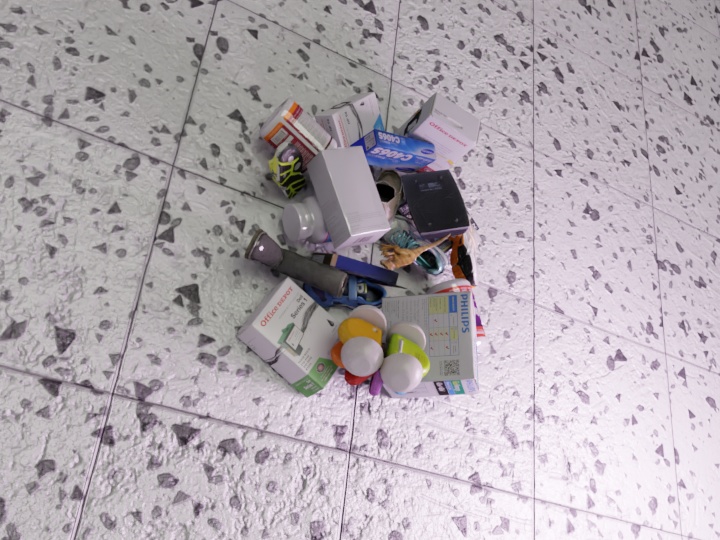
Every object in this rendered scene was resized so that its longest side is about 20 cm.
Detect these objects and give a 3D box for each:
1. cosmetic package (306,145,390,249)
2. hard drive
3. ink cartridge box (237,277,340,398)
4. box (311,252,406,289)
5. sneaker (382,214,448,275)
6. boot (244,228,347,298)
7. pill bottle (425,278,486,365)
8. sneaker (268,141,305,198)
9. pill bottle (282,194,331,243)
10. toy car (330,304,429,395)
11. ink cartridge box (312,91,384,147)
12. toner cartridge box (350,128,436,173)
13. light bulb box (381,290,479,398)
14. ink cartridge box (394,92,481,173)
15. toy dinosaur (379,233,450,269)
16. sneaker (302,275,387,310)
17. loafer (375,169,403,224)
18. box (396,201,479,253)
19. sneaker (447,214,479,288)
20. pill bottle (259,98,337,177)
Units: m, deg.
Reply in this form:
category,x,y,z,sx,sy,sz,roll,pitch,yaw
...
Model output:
category,x,y,z,sx,sy,sz,roll,pitch,yaw
cosmetic package,-0.027,-0.159,1.588,0.112,0.081,0.202,-10,75,-34
hard drive,0.177,-0.157,1.770,0.133,0.043,0.202,-8,50,-6
ink cartridge box,-0.131,0.137,1.526,0.200,0.084,0.147,42,54,-10
box,0.000,0.000,1.645,0.198,0.121,0.033,18,85,-25
sneaker,0.122,-0.062,1.739,0.199,0.078,0.086,35,14,3
boot,-0.127,-0.007,1.517,0.199,0.182,0.073,30,92,9
pill bottle,0.228,0.128,1.731,0.111,0.112,0.202,-5,72,-32
sneaker,-0.171,-0.224,1.606,0.076,0.200,0.075,42,74,11
pill bottle,-0.070,-0.119,1.661,0.198,0.109,0.110,-11,75,-34
toy car,0.035,0.179,1.478,0.198,0.151,0.176,22,28,-5
ink cartridge box,-0.035,-0.338,1.777,0.199,0.066,0.117,-37,121,-37
toner cartridge box,0.080,-0.282,1.770,0.198,0.095,0.044,5,71,-40
light bulb box,0.152,0.163,1.602,0.197,0.125,0.201,-5,66,12
ink cartridge box,0.185,-0.331,1.852,0.145,0.200,0.084,28,57,-18
toy dinosaur,0.104,-0.032,1.660,0.199,0.105,0.061,-29,121,-41
sneaker,-0.031,0.045,1.630,0.198,0.082,0.075,11,66,-26
loafer,0.067,-0.186,1.766,0.074,0.070,0.201,8,41,2
box,0.188,-0.123,1.857,0.199,0.049,0.162,-33,87,-36
sneaker,0.264,-0.057,1.809,0.091,0.075,0.203,-5,77,-38
pill bottle,-0.123,-0.283,1.677,0.200,0.109,0.110,42,54,-18
